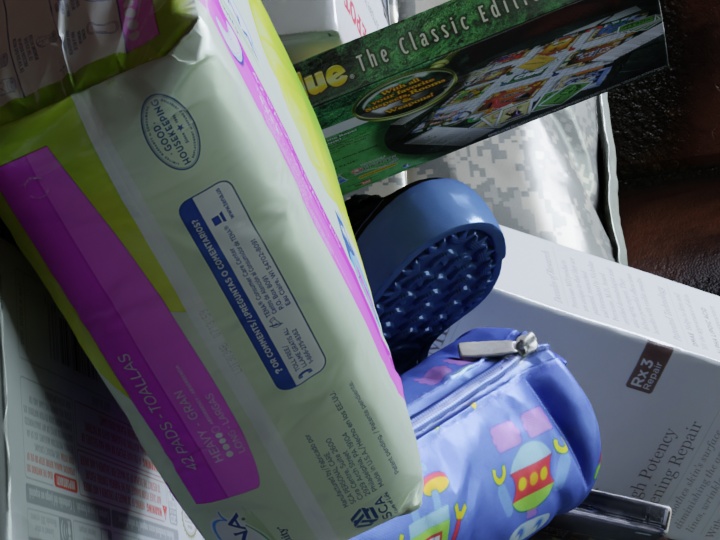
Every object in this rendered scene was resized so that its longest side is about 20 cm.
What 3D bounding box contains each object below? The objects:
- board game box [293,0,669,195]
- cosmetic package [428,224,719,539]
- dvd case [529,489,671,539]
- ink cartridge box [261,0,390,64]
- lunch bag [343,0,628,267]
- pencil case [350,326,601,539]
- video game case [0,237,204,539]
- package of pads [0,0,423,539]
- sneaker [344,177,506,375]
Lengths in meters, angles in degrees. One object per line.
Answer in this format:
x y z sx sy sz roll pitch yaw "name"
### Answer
0.018 -0.065 0.750 0.105 0.199 0.024 48 21 -74 "board game box"
0.104 0.052 0.911 0.074 0.199 0.102 -99 -152 -60 "cosmetic package"
0.055 0.108 0.897 0.200 0.148 0.016 85 18 -78 "dvd case"
-0.040 -0.155 0.812 0.148 0.085 0.201 55 28 -70 "ink cartridge box"
0.049 -0.048 1.005 0.140 0.167 0.201 64 22 -61 "lunch bag"
0.011 0.080 0.710 0.200 0.078 0.087 -24 133 -48 "pencil case"
-0.077 0.103 0.528 0.200 0.045 0.183 48 34 -73 "video game case"
-0.053 -0.039 0.534 0.200 0.068 0.155 -108 173 -56 "package of pads"
0.000 0.000 0.782 0.078 0.070 0.200 64 -21 17 "sneaker"
